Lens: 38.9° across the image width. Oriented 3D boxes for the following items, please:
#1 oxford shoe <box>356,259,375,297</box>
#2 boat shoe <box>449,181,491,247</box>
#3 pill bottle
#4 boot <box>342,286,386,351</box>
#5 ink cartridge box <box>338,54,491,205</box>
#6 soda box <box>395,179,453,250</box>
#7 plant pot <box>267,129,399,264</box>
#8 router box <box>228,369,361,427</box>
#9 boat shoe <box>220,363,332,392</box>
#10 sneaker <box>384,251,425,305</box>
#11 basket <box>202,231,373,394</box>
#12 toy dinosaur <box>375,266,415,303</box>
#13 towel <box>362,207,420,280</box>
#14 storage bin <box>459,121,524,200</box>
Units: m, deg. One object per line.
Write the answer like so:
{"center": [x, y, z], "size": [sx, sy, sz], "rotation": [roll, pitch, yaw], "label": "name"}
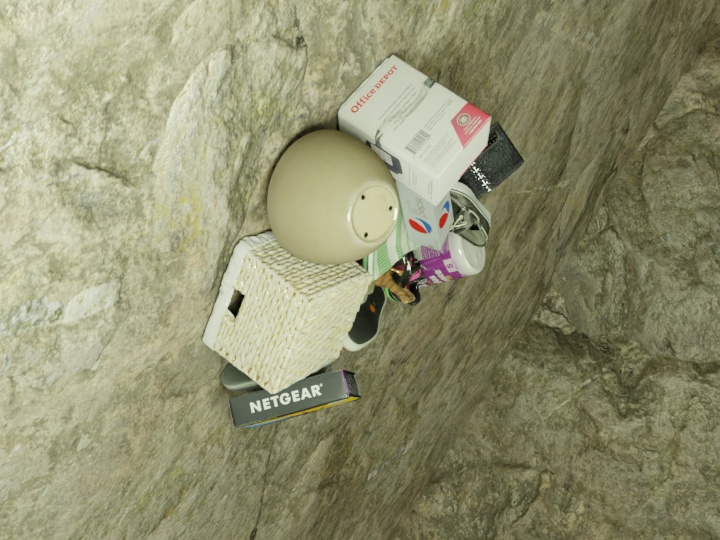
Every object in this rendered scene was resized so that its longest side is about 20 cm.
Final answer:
{"center": [0.000, 0.000, 1.776], "size": [0.201, 0.070, 0.075], "rotation": [-53, 126, -35], "label": "oxford shoe"}
{"center": [0.181, -0.102, 1.838], "size": [0.199, 0.070, 0.065], "rotation": [32, 54, -47], "label": "boat shoe"}
{"center": [0.136, -0.027, 2.001], "size": [0.112, 0.198, 0.114], "rotation": [27, 56, -49], "label": "pill bottle"}
{"center": [-0.036, 0.108, 1.895], "size": [0.143, 0.073, 0.201], "rotation": [-31, -165, 27], "label": "boot"}
{"center": [0.083, -0.222, 1.600], "size": [0.145, 0.199, 0.085], "rotation": [-48, 160, -20], "label": "ink cartridge box"}
{"center": [0.109, -0.119, 1.710], "size": [0.069, 0.063, 0.201], "rotation": [-63, 158, -24], "label": "soda box"}
{"center": [-0.018, -0.095, 1.491], "size": [0.198, 0.134, 0.204], "rotation": [-13, 112, -35], "label": "plant pot"}
{"center": [-0.107, 0.215, 1.705], "size": [0.197, 0.052, 0.149], "rotation": [-16, 170, 6], "label": "router box"}
{"center": [-0.141, 0.176, 1.760], "size": [0.199, 0.075, 0.066], "rotation": [-16, 128, -19], "label": "boat shoe"}
{"center": [0.085, -0.017, 1.893], "size": [0.077, 0.083, 0.202], "rotation": [-39, 139, -27], "label": "sneaker"}
{"center": [-0.115, 0.056, 1.621], "size": [0.199, 0.160, 0.200], "rotation": [-21, 141, -54], "label": "basket"}
{"center": [0.010, 0.005, 1.824], "size": [0.107, 0.197, 0.061], "rotation": [-53, 147, -45], "label": "toy dinosaur"}
{"center": [0.061, -0.080, 1.751], "size": [0.199, 0.023, 0.155], "rotation": [-35, 132, -52], "label": "towel"}
{"center": [0.198, -0.181, 1.938], "size": [0.135, 0.094, 0.199], "rotation": [-39, -174, -38], "label": "storage bin"}
